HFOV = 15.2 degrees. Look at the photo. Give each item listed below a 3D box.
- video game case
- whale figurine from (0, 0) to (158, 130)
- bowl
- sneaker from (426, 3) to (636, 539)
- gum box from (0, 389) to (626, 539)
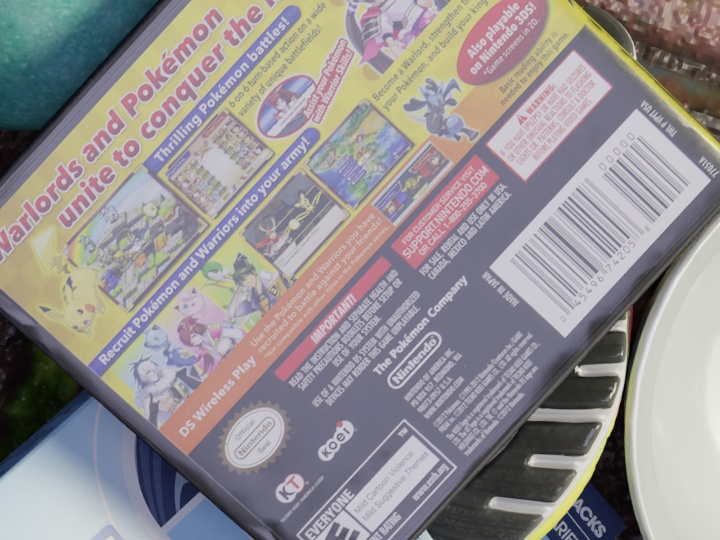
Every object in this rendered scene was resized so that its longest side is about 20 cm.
[{"bbox_3d":[-0.005,-0.020,0.879,0.181,0.026,0.200,42,92,-9],"label":"video game case"},{"bbox_3d":[-0.113,-0.112,0.882,0.159,0.200,0.104,-35,73,-1],"label":"whale figurine"},{"bbox_3d":[0.176,0.046,0.982,0.201,0.090,0.201,-2,99,-15],"label":"bowl"},{"bbox_3d":[0.069,0.012,0.959,0.078,0.090,0.200,10,74,19],"label":"sneaker"},{"bbox_3d":[-0.028,0.093,0.958,0.200,0.045,0.170,-43,98,-24],"label":"gum box"}]
